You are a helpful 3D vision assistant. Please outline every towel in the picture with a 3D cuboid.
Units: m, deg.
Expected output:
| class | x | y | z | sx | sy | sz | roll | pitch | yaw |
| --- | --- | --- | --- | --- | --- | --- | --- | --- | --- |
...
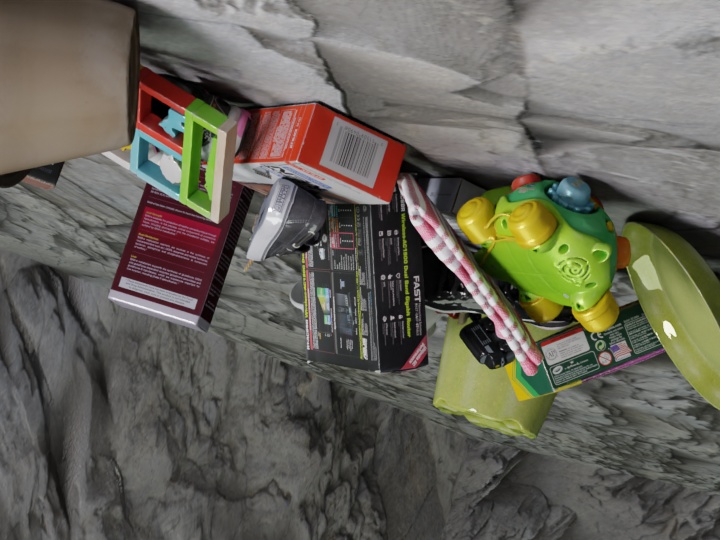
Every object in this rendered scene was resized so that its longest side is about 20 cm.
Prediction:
| class | x | y | z | sx | sy | sz | roll | pitch | yaw |
| --- | --- | --- | --- | --- | --- | --- | --- | --- | --- |
| towel | 0.097 | 0.002 | 1.616 | 0.200 | 0.030 | 0.146 | 52 | -175 | -13 |

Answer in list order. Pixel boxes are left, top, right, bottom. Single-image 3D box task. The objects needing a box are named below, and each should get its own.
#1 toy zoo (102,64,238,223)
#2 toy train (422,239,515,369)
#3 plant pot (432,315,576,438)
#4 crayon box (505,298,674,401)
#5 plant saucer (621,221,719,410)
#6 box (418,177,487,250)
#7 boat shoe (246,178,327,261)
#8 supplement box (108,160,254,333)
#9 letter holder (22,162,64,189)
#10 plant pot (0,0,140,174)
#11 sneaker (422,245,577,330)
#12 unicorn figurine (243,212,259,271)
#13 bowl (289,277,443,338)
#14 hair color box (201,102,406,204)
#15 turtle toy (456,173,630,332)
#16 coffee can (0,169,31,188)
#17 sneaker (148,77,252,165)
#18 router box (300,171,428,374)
| class | x | y | z | sx | sy | sz | roll | pitch | yaw |
| --- | --- | --- | --- | --- | --- | --- | --- | --- | --- |
| toy zoo | -0.206 | -0.139 | 1.634 | 0.200 | 0.020 | 0.131 | 31 | 144 | 15 |
| toy train | 0.092 | 0.026 | 1.818 | 0.200 | 0.046 | 0.034 | 53 | 156 | 25 |
| plant pot | 0.174 | 0.094 | 2.047 | 0.200 | 0.185 | 0.200 | 18 | 171 | 3 |
| crayon box | 0.261 | 0.071 | 1.788 | 0.199 | 0.058 | 0.173 | -21 | 177 | -9 |
| plant saucer | 0.308 | 0.037 | 1.606 | 0.200 | 0.031 | 0.200 | 61 | 173 | 14 |
| box | 0.132 | -0.041 | 1.778 | 0.200 | 0.041 | 0.156 | 25 | 170 | -29 |
| boat shoe | -0.068 | -0.044 | 1.705 | 0.066 | 0.070 | 0.200 | 19 | 165 | -6 |
| supplement box | -0.191 | -0.044 | 1.895 | 0.109 | 0.201 | 0.061 | 17 | 172 | 10 |
| letter holder | -0.430 | -0.170 | 1.953 | 0.199 | 0.101 | 0.142 | 21 | 173 | -15 |
| plant pot | -0.277 | -0.165 | 1.458 | 0.173 | 0.201 | 0.200 | 3 | 172 | -3 |
| sneaker | 0.134 | 0.007 | 1.738 | 0.199 | 0.073 | 0.112 | 11 | 169 | -4 |
| unicorn figurine | -0.072 | -0.055 | 2.055 | 0.137 | 0.074 | 0.200 | 17 | 155 | 11 |
| bowl | 0.028 | 0.037 | 1.944 | 0.200 | 0.091 | 0.201 | -17 | -162 | 6 |
| hair color box | -0.058 | -0.110 | 1.674 | 0.111 | 0.064 | 0.200 | 22 | 172 | -29 |
| turtle toy | 0.165 | -0.031 | 1.572 | 0.146 | 0.101 | 0.200 | 50 | 159 | -27 |
| coffee can | -0.427 | -0.180 | 1.735 | 0.199 | 0.147 | 0.146 | 17 | 171 | 14 |
| sneaker | -0.192 | -0.155 | 1.693 | 0.200 | 0.081 | 0.086 | -4 | 145 | 48 |
| router box | 0.000 | 0.000 | 1.753 | 0.062 | 0.201 | 0.150 | -6 | -174 | -31 |
